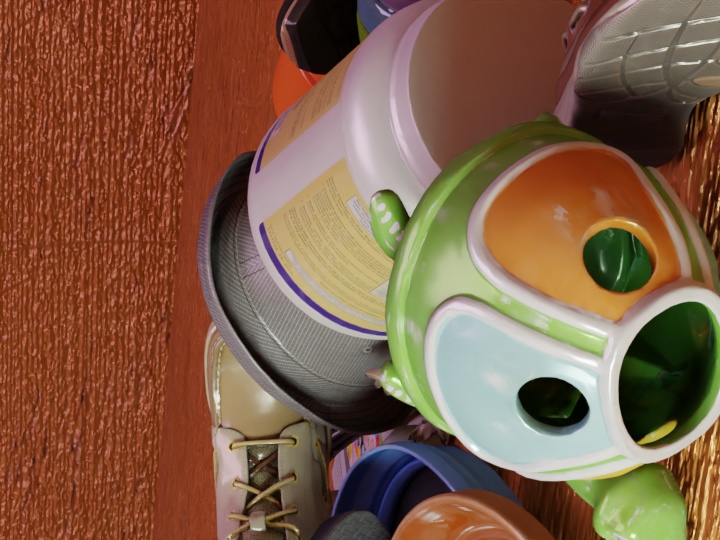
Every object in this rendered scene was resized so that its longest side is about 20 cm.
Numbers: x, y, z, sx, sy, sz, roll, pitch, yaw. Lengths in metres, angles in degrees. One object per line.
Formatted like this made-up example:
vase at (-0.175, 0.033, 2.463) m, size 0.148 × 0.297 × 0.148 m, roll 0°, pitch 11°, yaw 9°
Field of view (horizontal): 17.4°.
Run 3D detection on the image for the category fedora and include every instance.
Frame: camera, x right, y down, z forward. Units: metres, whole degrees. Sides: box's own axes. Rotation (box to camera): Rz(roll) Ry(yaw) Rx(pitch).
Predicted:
fedora at (0.000, 0.000, 1.357) m, size 0.090 × 0.200 × 0.178 m, roll -26°, pitch 62°, yaw 35°

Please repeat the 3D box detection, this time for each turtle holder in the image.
turtle holder at (0.086, 0.036, 0.996) m, size 0.132 × 0.141 × 0.186 m, roll 32°, pitch 120°, yaw 46°

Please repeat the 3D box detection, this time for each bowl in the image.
bowl at (0.047, 0.190, 1.277) m, size 0.200 × 0.039 × 0.202 m, roll 26°, pitch 120°, yaw 56°

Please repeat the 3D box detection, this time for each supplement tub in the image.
supplement tub at (0.039, -0.055, 1.208) m, size 0.200 × 0.145 × 0.146 m, roll 146°, pitch 127°, yaw -62°

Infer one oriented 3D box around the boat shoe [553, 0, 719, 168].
boat shoe at (0.122, -0.106, 1.013) m, size 0.200 × 0.075 × 0.072 m, roll 124°, pitch 149°, yaw -68°

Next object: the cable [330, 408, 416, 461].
cable at (-0.002, 0.101, 1.504) m, size 0.200 × 0.050 × 0.097 m, roll -54°, pitch 30°, yaw 16°

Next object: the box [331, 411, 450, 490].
box at (0.019, 0.125, 1.623) m, size 0.156 × 0.041 × 0.201 m, roll -100°, pitch 17°, yaw -48°

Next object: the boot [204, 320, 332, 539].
boot at (-0.056, 0.136, 1.346) m, size 0.155 × 0.072 × 0.201 m, roll -78°, pitch -18°, yaw -66°

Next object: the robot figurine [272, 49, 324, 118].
robot figurine at (0.006, -0.138, 1.558) m, size 0.200 × 0.116 × 0.144 m, roll 115°, pitch 167°, yaw -67°

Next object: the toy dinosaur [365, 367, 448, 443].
toy dinosaur at (0.058, 0.040, 1.295) m, size 0.101 × 0.058 × 0.200 m, roll -45°, pitch -6°, yaw -17°

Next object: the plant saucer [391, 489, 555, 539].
plant saucer at (0.072, 0.207, 1.163) m, size 0.200 × 0.032 × 0.201 m, roll 24°, pitch 118°, yaw 55°

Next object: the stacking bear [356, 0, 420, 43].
stacking bear at (0.050, -0.128, 1.347) m, size 0.114 × 0.121 × 0.201 m, roll -103°, pitch 10°, yaw -47°

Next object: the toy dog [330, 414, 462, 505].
toy dog at (0.030, 0.157, 1.453) m, size 0.200 × 0.096 × 0.132 m, roll -22°, pitch 77°, yaw 65°

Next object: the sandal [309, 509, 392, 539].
sandal at (-0.006, 0.228, 1.256) m, size 0.043 × 0.076 × 0.201 m, roll 0°, pitch 99°, yaw 44°

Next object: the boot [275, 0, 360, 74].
boot at (-0.024, -0.195, 1.432) m, size 0.200 × 0.138 × 0.078 m, roll -45°, pitch -43°, yaw -38°
